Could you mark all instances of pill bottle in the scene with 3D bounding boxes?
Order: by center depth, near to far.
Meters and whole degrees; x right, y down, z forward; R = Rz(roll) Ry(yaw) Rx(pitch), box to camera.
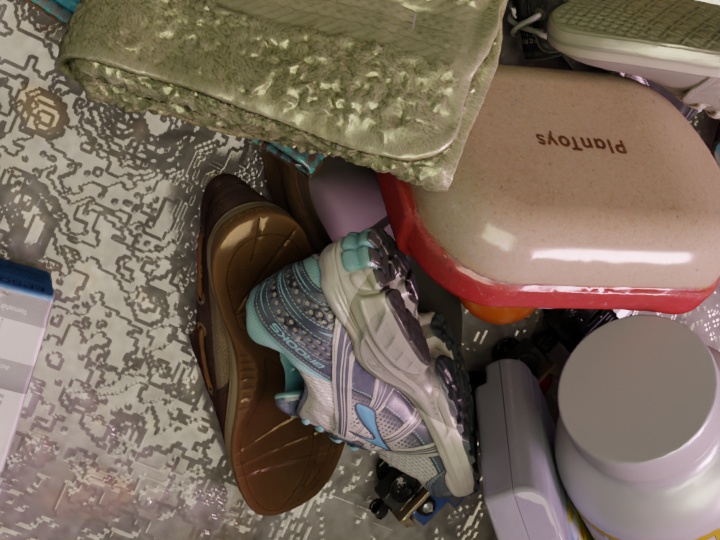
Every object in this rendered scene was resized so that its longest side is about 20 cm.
[{"bbox_3d":[0.166,0.105,0.913,0.112,0.112,0.200,-37,144,-3],"label":"pill bottle"}]

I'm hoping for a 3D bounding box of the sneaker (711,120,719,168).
[{"bbox_3d":[0.291,-0.052,0.964,0.198,0.090,0.079,21,97,-16],"label":"sneaker"}]

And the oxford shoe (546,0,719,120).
[{"bbox_3d":[0.187,-0.101,0.880,0.198,0.075,0.058,5,124,-17],"label":"oxford shoe"}]

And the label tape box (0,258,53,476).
[{"bbox_3d":[-0.252,0.081,0.879,0.142,0.066,0.202,16,97,-16],"label":"label tape box"}]

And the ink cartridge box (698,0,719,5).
[{"bbox_3d":[0.177,-0.239,0.930,0.200,0.047,0.160,42,91,-2],"label":"ink cartridge box"}]

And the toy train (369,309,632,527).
[{"bbox_3d":[0.083,0.072,0.975,0.200,0.034,0.046,-45,119,-1],"label":"toy train"}]

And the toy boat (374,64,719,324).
[{"bbox_3d":[0.091,-0.021,0.880,0.198,0.132,0.131,2,143,-27],"label":"toy boat"}]

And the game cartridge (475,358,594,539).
[{"bbox_3d":[0.109,0.163,0.928,0.040,0.134,0.201,-16,121,14],"label":"game cartridge"}]

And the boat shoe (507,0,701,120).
[{"bbox_3d":[0.113,-0.139,0.911,0.200,0.072,0.071,41,87,-20],"label":"boat shoe"}]

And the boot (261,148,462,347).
[{"bbox_3d":[0.000,0.000,0.926,0.073,0.075,0.202,-30,123,-21],"label":"boot"}]

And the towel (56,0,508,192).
[{"bbox_3d":[-0.030,-0.128,0.801,0.198,0.037,0.150,16,74,5],"label":"towel"}]

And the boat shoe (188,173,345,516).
[{"bbox_3d":[-0.055,0.040,0.916,0.072,0.072,0.202,-22,128,-16],"label":"boat shoe"}]

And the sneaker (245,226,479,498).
[{"bbox_3d":[0.004,0.054,0.876,0.085,0.078,0.201,-16,137,13],"label":"sneaker"}]

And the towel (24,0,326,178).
[{"bbox_3d":[-0.069,-0.157,0.844,0.199,0.022,0.147,33,80,2],"label":"towel"}]
